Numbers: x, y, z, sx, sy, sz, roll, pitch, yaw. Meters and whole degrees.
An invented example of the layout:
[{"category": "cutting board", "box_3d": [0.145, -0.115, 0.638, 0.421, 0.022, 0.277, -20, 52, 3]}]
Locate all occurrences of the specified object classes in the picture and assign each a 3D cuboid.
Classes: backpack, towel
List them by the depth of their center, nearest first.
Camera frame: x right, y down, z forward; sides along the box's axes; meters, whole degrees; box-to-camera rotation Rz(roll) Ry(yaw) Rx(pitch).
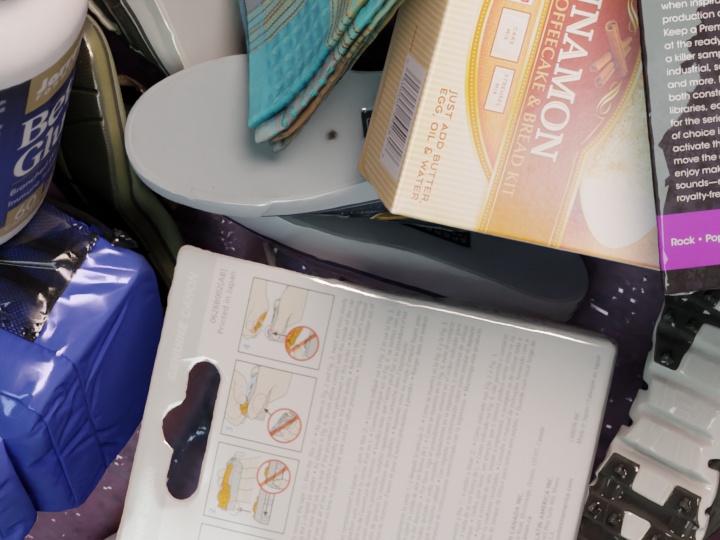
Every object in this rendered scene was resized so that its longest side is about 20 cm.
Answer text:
[{"category": "towel", "box_3d": [-0.003, -0.158, 0.723, 0.022, 0.148, 0.200, 7, 150, -28]}, {"category": "backpack", "box_3d": [-0.213, 0.025, 0.894, 0.199, 0.168, 0.163, 29, 152, 12]}]

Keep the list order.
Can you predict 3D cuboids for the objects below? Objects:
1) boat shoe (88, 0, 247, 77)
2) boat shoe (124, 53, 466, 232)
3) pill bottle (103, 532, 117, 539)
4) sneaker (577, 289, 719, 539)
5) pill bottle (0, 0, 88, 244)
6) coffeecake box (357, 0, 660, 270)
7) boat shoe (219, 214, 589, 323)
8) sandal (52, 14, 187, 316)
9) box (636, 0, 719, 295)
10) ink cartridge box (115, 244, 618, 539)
[{"category": "boat shoe", "box_3d": [-0.093, -0.138, 0.833, 0.063, 0.071, 0.200, 7, 142, 53]}, {"category": "boat shoe", "box_3d": [0.001, -0.047, 0.824, 0.198, 0.071, 0.091, -3, 161, 5]}, {"category": "pill bottle", "box_3d": [-0.093, 0.250, 1.063, 0.110, 0.111, 0.201, -15, 117, 26]}, {"category": "sneaker", "box_3d": [0.165, 0.054, 0.865, 0.066, 0.090, 0.201, 28, 97, 21]}, {"category": "pill bottle", "box_3d": [-0.168, -0.098, 0.755, 0.110, 0.112, 0.200, 26, 147, -1]}, {"category": "coffeecake box", "box_3d": [0.117, -0.083, 0.725, 0.198, 0.073, 0.155, 11, 105, -15]}, {"category": "boat shoe", "box_3d": [0.001, -0.003, 0.891, 0.200, 0.075, 0.086, 19, 130, -8]}, {"category": "sandal", "box_3d": [-0.111, -0.052, 0.900, 0.080, 0.057, 0.202, 29, 153, 36]}, {"category": "box", "box_3d": [0.167, -0.095, 0.653, 0.142, 0.036, 0.202, -6, 114, 7]}, {"category": "ink cartridge box", "box_3d": [0.001, 0.088, 0.840, 0.198, 0.050, 0.164, 13, 93, 4]}]
